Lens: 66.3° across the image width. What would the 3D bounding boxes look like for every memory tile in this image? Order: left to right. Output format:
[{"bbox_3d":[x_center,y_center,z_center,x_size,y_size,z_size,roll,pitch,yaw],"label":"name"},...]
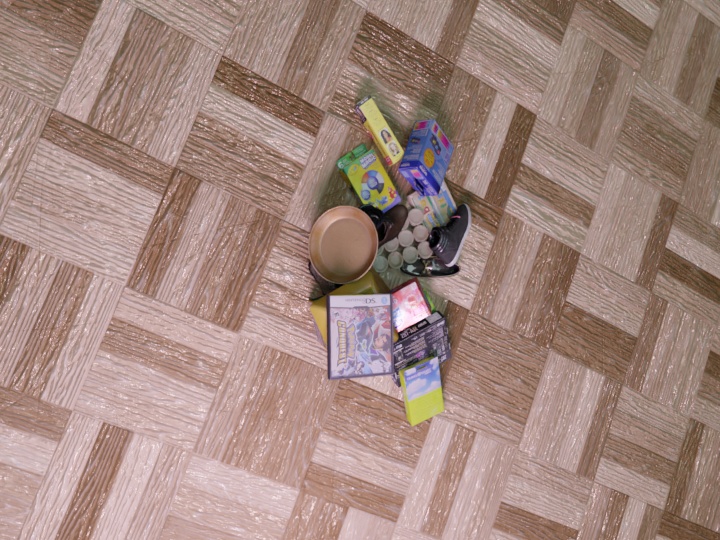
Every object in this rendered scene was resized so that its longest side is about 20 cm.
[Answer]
[{"bbox_3d":[0.112,-0.088,1.644,0.193,0.017,0.159,-17,83,-8],"label":"memory tile"}]

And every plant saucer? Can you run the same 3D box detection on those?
[{"bbox_3d":[-0.043,-0.067,1.457,0.193,0.035,0.209,-2,83,16],"label":"plant saucer"},{"bbox_3d":[-0.005,0.135,1.418,0.196,0.048,0.205,-28,99,-22],"label":"plant saucer"}]

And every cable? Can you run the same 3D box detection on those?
[{"bbox_3d":[-0.031,-0.127,1.552,0.052,0.194,0.166,59,32,-33],"label":"cable"}]

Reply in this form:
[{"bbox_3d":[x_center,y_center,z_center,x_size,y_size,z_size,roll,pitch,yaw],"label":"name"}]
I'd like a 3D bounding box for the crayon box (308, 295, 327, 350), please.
[{"bbox_3d":[-0.093,0.143,1.506,0.050,0.200,0.130,-14,94,-11],"label":"crayon box"}]

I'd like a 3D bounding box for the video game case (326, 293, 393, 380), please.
[{"bbox_3d":[0.001,0.162,1.379,0.175,0.025,0.208,0,88,-24],"label":"video game case"}]

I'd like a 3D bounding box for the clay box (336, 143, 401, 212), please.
[{"bbox_3d":[0.024,-0.262,1.627,0.113,0.047,0.204,-34,100,-15],"label":"clay box"}]

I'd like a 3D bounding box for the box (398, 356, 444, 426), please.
[{"bbox_3d":[0.182,0.349,1.631,0.118,0.048,0.206,-20,118,-17],"label":"box"}]

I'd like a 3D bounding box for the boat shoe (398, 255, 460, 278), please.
[{"bbox_3d":[0.210,-0.012,1.674,0.193,0.059,0.075,6,88,-17],"label":"boat shoe"}]

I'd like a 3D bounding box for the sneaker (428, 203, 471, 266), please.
[{"bbox_3d":[0.266,-0.126,1.642,0.098,0.070,0.206,30,71,-30],"label":"sneaker"}]

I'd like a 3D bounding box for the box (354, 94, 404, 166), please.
[{"bbox_3d":[0.056,-0.409,1.625,0.049,0.075,0.203,-34,100,-6],"label":"box"}]

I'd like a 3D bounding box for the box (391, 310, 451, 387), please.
[{"bbox_3d":[0.171,0.232,1.629,0.195,0.044,0.164,-26,125,-14],"label":"box"}]

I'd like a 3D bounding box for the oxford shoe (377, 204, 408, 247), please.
[{"bbox_3d":[0.077,-0.125,1.590,0.072,0.085,0.200,40,67,5],"label":"oxford shoe"}]

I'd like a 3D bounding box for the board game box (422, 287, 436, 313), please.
[{"bbox_3d":[0.191,0.151,1.648,0.095,0.030,0.202,-43,125,-14],"label":"board game box"}]

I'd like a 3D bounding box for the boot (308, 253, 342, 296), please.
[{"bbox_3d":[-0.075,0.045,1.550,0.067,0.130,0.202,-40,100,-12],"label":"boot"}]

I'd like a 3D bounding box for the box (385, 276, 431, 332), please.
[{"bbox_3d":[0.091,0.114,1.527,0.196,0.095,0.105,-28,94,11],"label":"box"}]

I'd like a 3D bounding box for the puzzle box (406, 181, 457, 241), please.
[{"bbox_3d":[0.239,-0.171,1.703,0.131,0.025,0.204,-31,98,-14],"label":"puzzle box"}]

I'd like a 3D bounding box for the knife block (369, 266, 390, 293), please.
[{"bbox_3d":[0.000,0.000,1.604,0.198,0.063,0.180,28,36,-47],"label":"knife block"}]

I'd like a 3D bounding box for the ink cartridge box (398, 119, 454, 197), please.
[{"bbox_3d":[0.190,-0.316,1.621,0.136,0.075,0.206,38,67,-42],"label":"ink cartridge box"}]
